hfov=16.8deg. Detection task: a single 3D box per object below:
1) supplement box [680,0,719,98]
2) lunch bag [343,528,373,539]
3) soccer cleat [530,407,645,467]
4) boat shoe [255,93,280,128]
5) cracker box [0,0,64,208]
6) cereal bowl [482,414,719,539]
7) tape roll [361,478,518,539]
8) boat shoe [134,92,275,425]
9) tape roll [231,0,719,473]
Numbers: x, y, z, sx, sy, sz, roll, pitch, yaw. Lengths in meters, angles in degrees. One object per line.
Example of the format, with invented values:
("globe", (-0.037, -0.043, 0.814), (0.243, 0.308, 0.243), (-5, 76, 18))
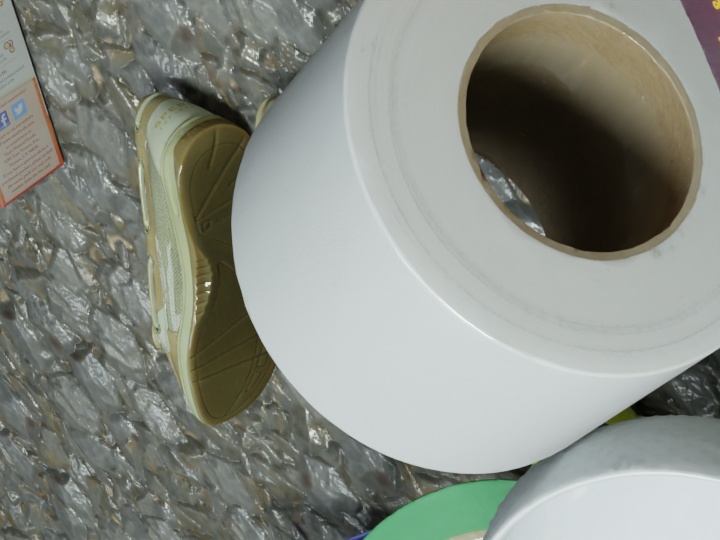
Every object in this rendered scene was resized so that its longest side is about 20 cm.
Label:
("supplement box", (0.199, -0.124, 0.833), (0.200, 0.086, 0.111), (-3, 121, 54))
("lunch bag", (0.035, 0.246, 1.406), (0.200, 0.127, 0.170), (-4, 120, 43))
("soccer cleat", (0.121, 0.090, 1.200), (0.201, 0.083, 0.065), (65, -176, 9))
("boat shoe", (0.000, 0.000, 1.256), (0.063, 0.073, 0.201), (10, 119, 56))
("cracker box", (-0.263, -0.147, 1.458), (0.134, 0.058, 0.200), (22, 140, 39))
("cereal bowl", (0.151, 0.140, 1.096), (0.199, 0.083, 0.201), (9, 129, 12))
("tape roll", (0.074, 0.208, 1.247), (0.200, 0.200, 0.048), (44, -179, 12))
("boat shoe", (-0.090, -0.005, 1.367), (0.063, 0.073, 0.201), (33, 143, 40))
("tape roll", (0.061, -0.031, 1.004), (0.203, 0.203, 0.139), (50, 150, 3))
